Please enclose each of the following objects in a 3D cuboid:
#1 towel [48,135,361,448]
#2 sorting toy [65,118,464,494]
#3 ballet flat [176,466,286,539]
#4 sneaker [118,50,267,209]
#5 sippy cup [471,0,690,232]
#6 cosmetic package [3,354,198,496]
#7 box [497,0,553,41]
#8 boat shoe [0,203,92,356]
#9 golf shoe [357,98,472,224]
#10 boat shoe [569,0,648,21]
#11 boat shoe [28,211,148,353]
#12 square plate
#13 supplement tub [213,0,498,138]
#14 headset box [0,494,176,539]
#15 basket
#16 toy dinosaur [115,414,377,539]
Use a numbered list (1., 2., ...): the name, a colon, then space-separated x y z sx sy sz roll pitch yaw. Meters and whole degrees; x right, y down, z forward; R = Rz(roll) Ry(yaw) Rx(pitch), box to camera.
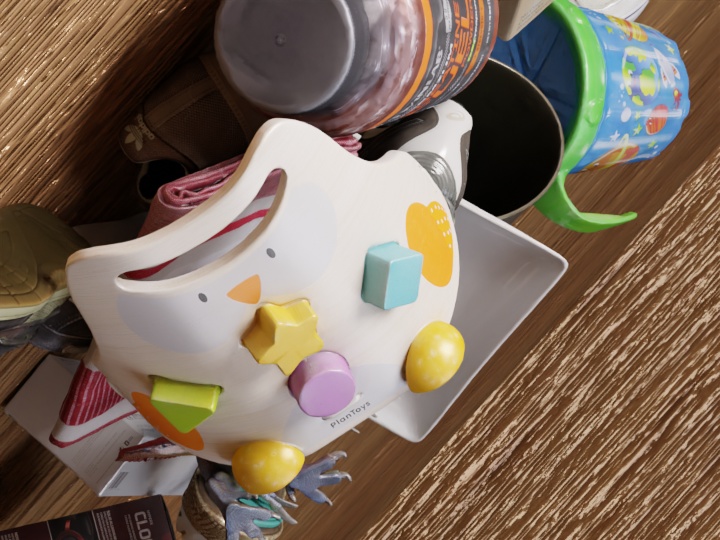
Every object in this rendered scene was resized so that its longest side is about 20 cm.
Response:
1. towel: -0.086 0.010 1.083 0.144 0.023 0.200 -25 153 -44
2. sorting toy: -0.052 0.007 0.969 0.200 0.107 0.180 -34 143 4
3. ballet flat: -0.085 0.154 1.308 0.065 0.070 0.200 -47 179 11
4. sneaker: -0.090 -0.057 1.090 0.075 0.071 0.200 -28 160 -8
5. sippy cup: 0.157 -0.127 1.413 0.130 0.140 0.179 -2 114 -39
6. cosmetic package: -0.156 0.102 1.299 0.051 0.082 0.200 -53 169 1
7. box: 0.100 -0.227 1.139 0.095 0.078 0.200 -43 168 -18
8. boat shoe: -0.180 0.014 0.927 0.065 0.073 0.200 -55 167 14
9. golf shoe: 0.011 -0.033 1.162 0.200 0.078 0.095 -31 -152 58
10. boat shoe: 0.216 -0.258 1.481 0.202 0.075 0.086 -47 170 -14
11. boat shoe: -0.125 0.015 1.142 0.068 0.072 0.200 -53 165 18
12. square plate: 0.000 0.000 1.257 0.198 0.199 0.028 -53 -170 40
13. supplement tub: -0.004 -0.123 1.008 0.107 0.107 0.200 -52 172 21
14. headset box: -0.203 0.221 1.327 0.199 0.075 0.149 -12 157 -16
15. basket: 0.021 -0.037 1.368 0.180 0.136 0.200 -19 158 -34
16. toy dinosaur: -0.062 0.077 1.194 0.105 0.182 0.200 -40 128 10
